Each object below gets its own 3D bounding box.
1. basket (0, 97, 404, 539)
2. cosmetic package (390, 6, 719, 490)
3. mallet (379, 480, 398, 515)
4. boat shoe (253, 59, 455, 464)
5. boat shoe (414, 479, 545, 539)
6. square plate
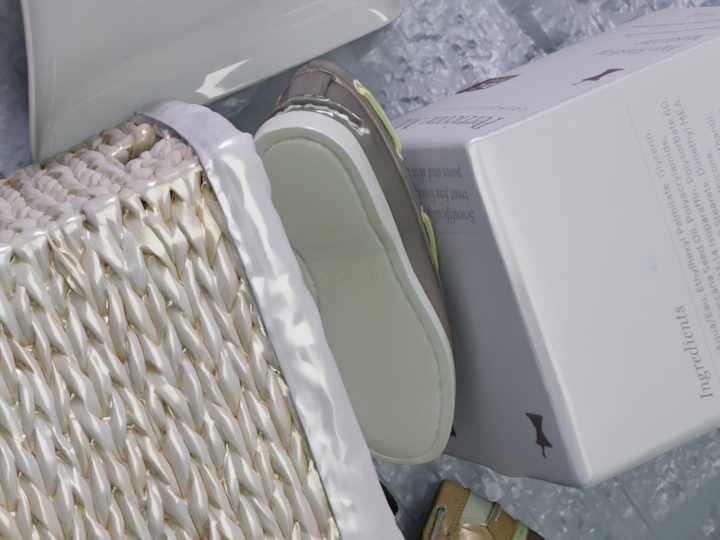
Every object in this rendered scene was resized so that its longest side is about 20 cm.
[{"bbox_3d":[-0.099,0.051,1.093,0.160,0.198,0.201,-24,103,-9],"label":"basket"},{"bbox_3d":[0.123,-0.017,1.201,0.199,0.165,0.166,-23,100,-21],"label":"cosmetic package"},{"bbox_3d":[0.036,0.141,1.163,0.066,0.199,0.041,-50,132,-18],"label":"mallet"},{"bbox_3d":[0.003,0.000,1.147,0.060,0.072,0.202,-73,152,-47],"label":"boat shoe"},{"bbox_3d":[0.005,0.190,1.223,0.076,0.072,0.200,36,73,-5],"label":"boat shoe"},{"bbox_3d":[-0.065,-0.146,1.130,0.197,0.200,0.029,-24,59,-19],"label":"square plate"}]
